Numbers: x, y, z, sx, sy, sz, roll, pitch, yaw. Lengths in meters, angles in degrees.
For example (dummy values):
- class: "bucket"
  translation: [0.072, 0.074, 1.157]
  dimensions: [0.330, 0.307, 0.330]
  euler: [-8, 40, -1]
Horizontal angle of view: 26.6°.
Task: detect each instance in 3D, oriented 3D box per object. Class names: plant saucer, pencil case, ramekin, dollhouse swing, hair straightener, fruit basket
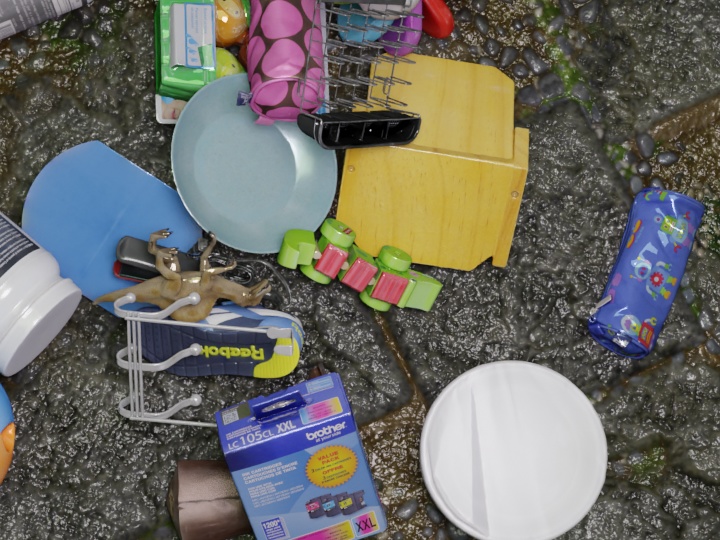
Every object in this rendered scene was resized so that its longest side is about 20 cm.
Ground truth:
- class: "plant saucer"
  translation: [-0.122, -0.115, 1.675]
  dimensions: [0.201, 0.039, 0.201]
  euler: [5, 79, -29]
- class: "pencil case"
  translation: [-0.089, -0.259, 1.653]
  dimensions: [0.091, 0.094, 0.200]
  euler: [10, 60, -21]
- class: "ramekin"
  translation: [0.160, 0.201, 1.661]
  dimensions: [0.202, 0.094, 0.203]
  euler: [1, 80, -5]
- class: "dollhouse swing"
  translation: [0.081, -0.128, 1.749]
  dimensions: [0.200, 0.176, 0.182]
  euler: [8, 120, -3]
- class: "hair straightener"
  translation: [-0.169, 0.002, 1.650]
  dimensions: [0.200, 0.077, 0.041]
  euler: [17, 57, -1]
- class: "fruit basket"
  translation: [-0.134, -0.254, 1.729]
  dimensions: [0.200, 0.094, 0.185]
  euler: [0, 79, -8]
- class: "pencil case"
  translation: [0.319, 0.000, 1.718]
  dimensions: [0.087, 0.078, 0.200]
  euler: [28, 76, -22]

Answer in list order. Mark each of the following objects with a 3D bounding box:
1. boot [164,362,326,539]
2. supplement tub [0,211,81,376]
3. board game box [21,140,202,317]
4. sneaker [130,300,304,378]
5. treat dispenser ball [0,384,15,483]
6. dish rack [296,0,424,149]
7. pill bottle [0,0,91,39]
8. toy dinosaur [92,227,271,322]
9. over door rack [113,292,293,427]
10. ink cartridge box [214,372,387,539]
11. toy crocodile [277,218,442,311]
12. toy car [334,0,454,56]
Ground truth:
- class: "boot"
  translation: [-0.120, 0.202, 1.659]
  dimensions: [0.200, 0.064, 0.187]
  euler: [-6, 82, -1]
- class: "supplement tub"
  translation: [-0.415, 0.004, 1.633]
  dimensions: [0.200, 0.140, 0.140]
  euler: [40, 79, 4]
- class: "board game box"
  translation: [-0.276, -0.047, 1.700]
  dimensions: [0.200, 0.039, 0.158]
  euler: [33, 101, -7]
- class: "sneaker"
  translation: [-0.155, 0.072, 1.678]
  dimensions: [0.200, 0.082, 0.074]
  euler: [8, 115, 12]
- class: "treat dispenser ball"
  translation: [-0.458, 0.170, 1.567]
  dimensions: [0.201, 0.201, 0.201]
  euler: [1, 79, -4]
- class: "dish rack"
  translation: [0.006, -0.231, 1.582]
  dimensions: [0.055, 0.153, 0.200]
  euler: [23, 112, 39]
- class: "pill bottle"
  translation: [-0.366, -0.340, 1.715]
  dimensions: [0.200, 0.116, 0.116]
  euler: [-25, 82, -8]
- class: "toy dinosaur"
  translation: [-0.198, 0.013, 1.610]
  dimensions: [0.200, 0.058, 0.101]
  euler: [-2, 120, 6]
- class: "over door rack"
  translation: [-0.159, 0.104, 1.604]
  dimensions: [0.200, 0.148, 0.067]
  euler: [11, 34, 13]
- class: "ink cartridge box"
  translation: [-0.064, 0.193, 1.552]
  dimensions: [0.136, 0.076, 0.200]
  euler: [-19, 123, -3]
- class: "toy crocodile"
  translation: [0.000, 0.000, 1.679]
  dimensions: [0.200, 0.062, 0.068]
  euler: [23, 109, -23]
- class: "toy car"
  translation: [0.046, -0.321, 1.732]
  dimensions: [0.200, 0.175, 0.150]
  euler: [-23, 122, -22]
